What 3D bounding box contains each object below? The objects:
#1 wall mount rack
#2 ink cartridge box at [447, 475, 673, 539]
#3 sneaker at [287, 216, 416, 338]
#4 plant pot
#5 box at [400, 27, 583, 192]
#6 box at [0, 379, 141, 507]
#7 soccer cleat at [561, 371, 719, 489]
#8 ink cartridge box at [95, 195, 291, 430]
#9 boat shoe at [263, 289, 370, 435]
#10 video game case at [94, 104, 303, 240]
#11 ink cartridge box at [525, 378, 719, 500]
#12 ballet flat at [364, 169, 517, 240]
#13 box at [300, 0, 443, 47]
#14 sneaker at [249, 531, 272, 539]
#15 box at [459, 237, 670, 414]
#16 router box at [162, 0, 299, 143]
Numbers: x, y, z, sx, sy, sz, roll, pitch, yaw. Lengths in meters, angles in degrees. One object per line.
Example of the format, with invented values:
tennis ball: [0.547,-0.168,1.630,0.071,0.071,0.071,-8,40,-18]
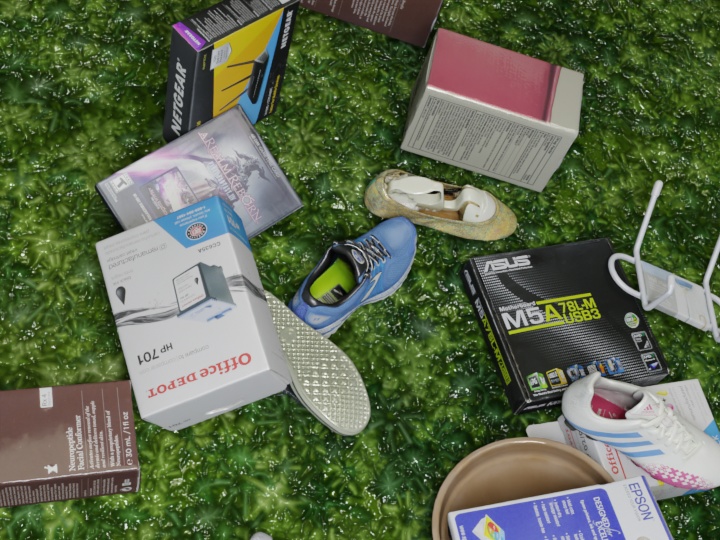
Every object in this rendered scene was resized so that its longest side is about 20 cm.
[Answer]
wall mount rack: [0.402,-0.008,1.372,0.199,0.075,0.174,22,46,-20]
ink cartridge box: [0.196,0.292,1.017,0.199,0.047,0.198,-9,39,-3]
sneaker: [0.000,0.000,1.271,0.079,0.089,0.200,42,59,10]
plant pot: [0.172,0.280,1.133,0.200,0.093,0.201,-2,50,3]
box: [0.166,-0.203,1.414,0.199,0.128,0.109,16,56,-6]
box: [-0.322,0.172,1.094,0.199,0.075,0.101,-5,61,-16]
soccer cleat: [0.309,0.170,1.172,0.199,0.086,0.070,24,57,-1]
ink cartridge box: [-0.174,0.045,1.161,0.146,0.086,0.201,-21,69,5]
boat shoe: [-0.065,0.103,1.207,0.075,0.062,0.200,-37,70,-29]
video game case: [-0.183,-0.085,1.280,0.200,0.019,0.143,-34,93,-23]
ink cartridge box: [0.300,0.198,1.245,0.199,0.068,0.116,-7,62,-18]
ballet flat: [0.105,-0.083,1.363,0.199,0.071,0.071,10,58,-9]
box: [0.012,-0.385,1.490,0.199,0.100,0.075,20,57,-3]
sneaker: [-0.086,0.356,1.048,0.113,0.076,0.201,18,63,-5]
box: [0.242,0.062,1.325,0.199,0.048,0.194,-8,64,-20]
router box: [-0.155,-0.233,1.304,0.149,0.200,0.051,-34,71,-28]
